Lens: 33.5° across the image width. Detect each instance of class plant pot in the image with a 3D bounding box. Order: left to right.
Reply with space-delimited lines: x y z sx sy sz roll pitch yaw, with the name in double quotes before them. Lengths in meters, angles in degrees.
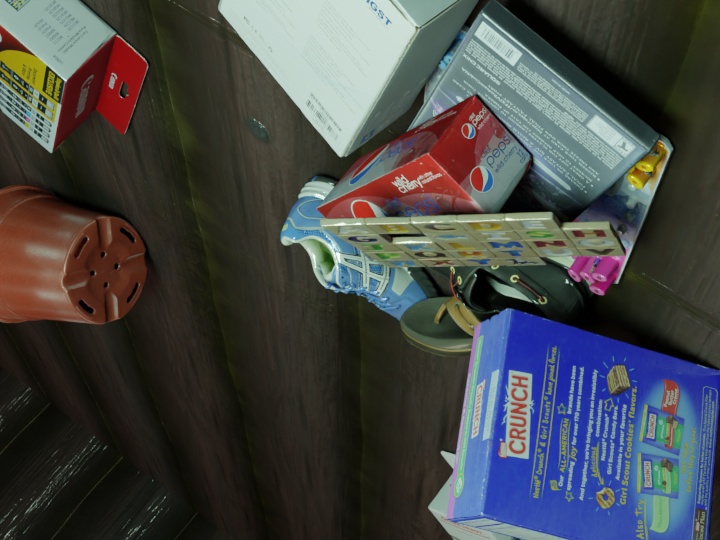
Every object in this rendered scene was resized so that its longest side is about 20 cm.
"plant pot" -0.416 -0.012 1.670 0.195 0.201 0.201 9 143 36

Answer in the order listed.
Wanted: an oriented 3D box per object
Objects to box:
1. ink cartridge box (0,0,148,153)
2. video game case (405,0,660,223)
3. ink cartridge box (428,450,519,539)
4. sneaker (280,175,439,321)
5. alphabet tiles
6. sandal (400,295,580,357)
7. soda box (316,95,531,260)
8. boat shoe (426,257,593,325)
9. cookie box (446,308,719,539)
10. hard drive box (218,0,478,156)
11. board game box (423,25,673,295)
"ink cartridge box" -0.332 -0.216 1.294 0.175 0.084 0.200 41 156 -3
"video game case" 0.113 -0.096 0.864 0.143 0.019 0.200 40 158 2
"ink cartridge box" 0.168 0.328 1.534 0.116 0.067 0.200 7 141 52
"sneaker" 0.000 0.000 1.193 0.200 0.077 0.076 44 155 -13
"alphabet tiles" 0.091 -0.020 0.888 0.199 0.008 0.167 -1 169 19
"sandal" 0.118 0.045 1.103 0.200 0.082 0.055 12 128 49
"soda box" 0.044 -0.066 0.920 0.070 0.063 0.200 44 156 -13
"boat shoe" 0.107 0.000 1.056 0.201 0.063 0.074 24 154 36
"cookie box" 0.183 0.140 0.969 0.199 0.172 0.075 17 158 -15
"hard drive box" -0.012 -0.194 0.834 0.156 0.077 0.200 50 158 4
"board game box" 0.127 -0.081 0.924 0.200 0.026 0.200 32 155 16
